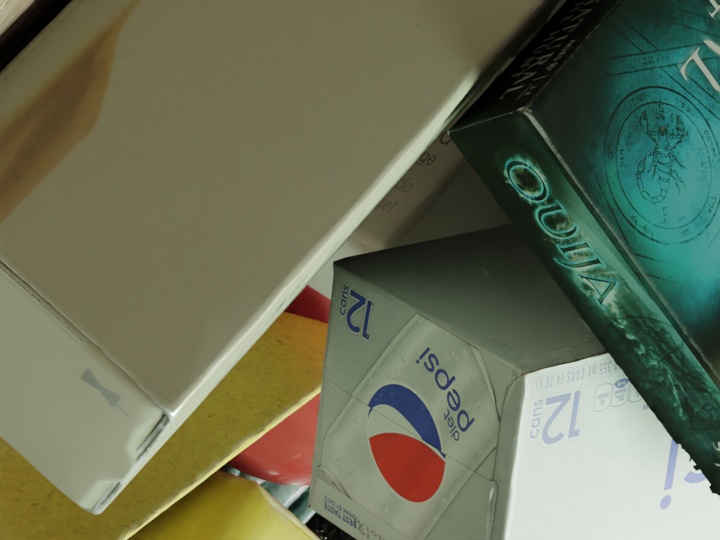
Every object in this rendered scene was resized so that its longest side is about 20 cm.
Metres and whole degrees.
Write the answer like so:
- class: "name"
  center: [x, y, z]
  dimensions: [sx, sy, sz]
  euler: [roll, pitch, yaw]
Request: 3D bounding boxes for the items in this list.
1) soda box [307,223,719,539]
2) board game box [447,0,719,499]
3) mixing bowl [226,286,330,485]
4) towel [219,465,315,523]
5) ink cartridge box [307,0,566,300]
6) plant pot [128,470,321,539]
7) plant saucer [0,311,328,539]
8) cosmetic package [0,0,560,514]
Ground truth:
- class: "soda box"
  center: [0.086, 0.021, 0.657]
  dimensions: [0.200, 0.068, 0.064]
  euler: [-12, 118, -38]
- class: "board game box"
  center: [0.119, -0.042, 0.618]
  dimensions: [0.028, 0.135, 0.200]
  euler: [-13, -150, 53]
- class: "mixing bowl"
  center: [0.000, 0.000, 0.911]
  dimensions: [0.200, 0.108, 0.200]
  euler: [-35, -179, 0]
- class: "towel"
  center: [-0.034, 0.019, 1.110]
  dimensions: [0.200, 0.048, 0.171]
  euler: [-48, -150, -18]
- class: "ink cartridge box"
  center: [0.057, -0.074, 0.741]
  dimensions: [0.200, 0.083, 0.146]
  euler: [-49, -146, -8]
- class: "plant pot"
  center: [-0.086, 0.193, 0.956]
  dimensions: [0.194, 0.196, 0.200]
  euler: [7, -125, 53]
- class: "plant saucer"
  center: [-0.115, 0.081, 0.788]
  dimensions: [0.200, 0.048, 0.200]
  euler: [-36, 180, 30]
- class: "cosmetic package"
  center: [-0.011, -0.051, 0.591]
  dimensions: [0.200, 0.071, 0.105]
  euler: [-48, 180, -22]
